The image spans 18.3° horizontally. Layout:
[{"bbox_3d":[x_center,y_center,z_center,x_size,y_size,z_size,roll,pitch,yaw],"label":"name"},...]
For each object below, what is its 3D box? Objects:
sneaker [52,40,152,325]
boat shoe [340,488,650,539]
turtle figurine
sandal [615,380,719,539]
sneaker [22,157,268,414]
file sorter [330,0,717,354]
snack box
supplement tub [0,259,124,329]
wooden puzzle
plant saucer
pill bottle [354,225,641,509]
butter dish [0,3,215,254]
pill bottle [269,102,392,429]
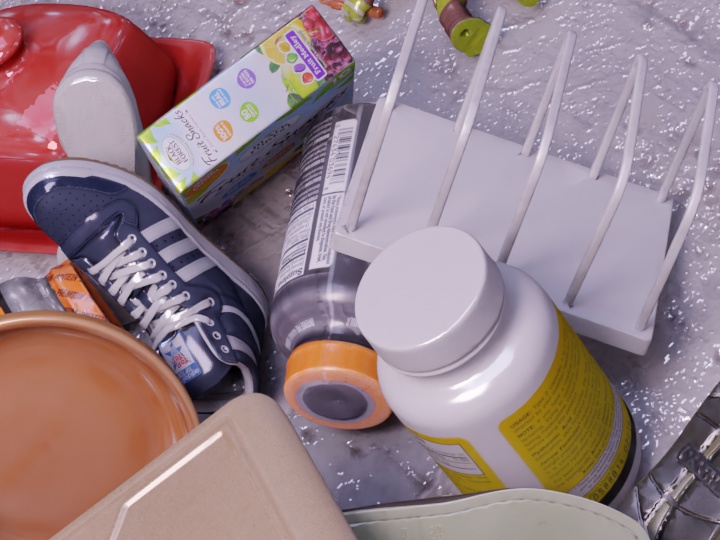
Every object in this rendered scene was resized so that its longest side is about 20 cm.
[{"bbox_3d":[-0.170,-0.060,1.533,0.074,0.202,0.089,0,30,-2],"label":"sneaker"},{"bbox_3d":[0.064,0.158,1.267,0.199,0.061,0.072,0,88,1],"label":"boat shoe"},{"bbox_3d":[0.067,-0.237,1.612,0.199,0.065,0.161,-36,48,-3],"label":"turtle figurine"},{"bbox_3d":[0.219,0.114,1.282,0.201,0.057,0.080,-44,52,10],"label":"sandal"},{"bbox_3d":[-0.134,0.015,1.427,0.070,0.200,0.109,-36,34,27],"label":"sneaker"},{"bbox_3d":[0.104,-0.067,1.341,0.198,0.125,0.139,19,42,-1],"label":"file sorter"},{"bbox_3d":[-0.073,-0.097,1.497,0.142,0.200,0.053,-39,86,-4],"label":"snack box"},{"bbox_3d":[-0.246,0.089,1.484,0.199,0.123,0.123,-35,48,-2],"label":"supplement tub"},{"bbox_3d":[-0.094,0.183,1.207,0.199,0.037,0.185,-34,48,1],"label":"wooden puzzle"},{"bbox_3d":[-0.197,0.113,1.404,0.199,0.201,0.038,-26,25,7],"label":"plant saucer"},{"bbox_3d":[0.077,0.065,1.282,0.110,0.200,0.112,-17,48,21],"label":"pill bottle"},{"bbox_3d":[-0.235,-0.125,1.624,0.198,0.148,0.201,3,57,29],"label":"butter dish"},{"bbox_3d":[0.000,0.000,1.439,0.105,0.106,0.201,-6,54,22],"label":"pill bottle"}]
